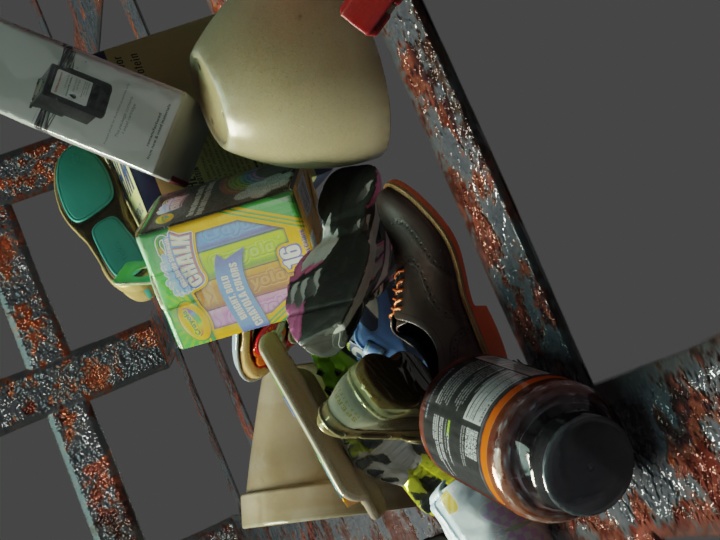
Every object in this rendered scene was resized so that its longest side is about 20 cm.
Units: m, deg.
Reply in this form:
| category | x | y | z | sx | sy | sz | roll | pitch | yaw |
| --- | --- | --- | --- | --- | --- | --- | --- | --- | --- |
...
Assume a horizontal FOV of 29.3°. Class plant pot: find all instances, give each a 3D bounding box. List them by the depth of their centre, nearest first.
| category | x | y | z | sx | sy | sz | roll | pitch | yaw |
| --- | --- | --- | --- | --- | --- | --- | --- | --- | --- |
| plant pot | -0.076 | -0.174 | 1.248 | 0.201 | 0.134 | 0.201 | 57 | 161 | 32 |
| plant pot | -0.046 | 0.197 | 1.573 | 0.200 | 0.199 | 0.175 | 135 | 128 | -73 |

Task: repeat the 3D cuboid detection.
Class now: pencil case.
| category | x | y | z | sx | sy | sz | roll | pitch | yaw |
| --- | --- | --- | --- | --- | --- | --- | --- | --- | --- |
| pencil case | 0.136 | 0.267 | 1.198 | 0.083 | 0.090 | 0.201 | 107 | 140 | -66 |

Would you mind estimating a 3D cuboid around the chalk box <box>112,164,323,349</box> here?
| category | x | y | z | sx | sy | sz | roll | pitch | yaw |
| --- | --- | --- | --- | --- | --- | --- | --- | --- | --- |
| chalk box | -0.134 | -0.012 | 1.311 | 0.125 | 0.199 | 0.124 | -81 | -27 | -69 |

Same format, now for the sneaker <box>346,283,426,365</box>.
| category | x | y | z | sx | sy | sz | roll | pitch | yaw |
| --- | --- | --- | --- | --- | --- | --- | --- | --- | --- |
| sneaker | 0.036 | 0.080 | 1.300 | 0.200 | 0.082 | 0.074 | 57 | 159 | 29 |

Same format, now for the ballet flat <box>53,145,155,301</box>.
| category | x | y | z | sx | sy | sz | roll | pitch | yaw |
| --- | --- | --- | --- | --- | --- | --- | --- | --- | --- |
| ballet flat | -0.265 | -0.045 | 1.434 | 0.200 | 0.068 | 0.063 | 60 | 176 | 32 |

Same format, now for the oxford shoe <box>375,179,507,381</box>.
| category | x | y | z | sx | sy | sz | roll | pitch | yaw |
| --- | --- | --- | --- | --- | --- | --- | --- | --- | --- |
| oxford shoe | 0.053 | 0.014 | 1.175 | 0.201 | 0.072 | 0.071 | 63 | 163 | 19 |

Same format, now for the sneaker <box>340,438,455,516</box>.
| category | x | y | z | sx | sy | sz | roll | pitch | yaw |
| --- | --- | --- | --- | --- | --- | --- | --- | --- | --- |
| sneaker | 0.032 | 0.165 | 1.346 | 0.200 | 0.074 | 0.085 | 49 | -175 | -34 |

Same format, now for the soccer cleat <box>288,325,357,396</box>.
| category | x | y | z | sx | sy | sz | roll | pitch | yaw |
| --- | --- | --- | --- | --- | --- | --- | --- | --- | --- |
| soccer cleat | -0.035 | 0.045 | 1.455 | 0.067 | 0.081 | 0.201 | 2 | 131 | 31 |

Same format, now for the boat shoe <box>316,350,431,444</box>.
| category | x | y | z | sx | sy | sz | roll | pitch | yaw |
| --- | --- | --- | --- | --- | --- | --- | --- | --- | --- |
| boat shoe | 0.026 | 0.114 | 1.154 | 0.073 | 0.063 | 0.201 | 54 | -167 | 16 |

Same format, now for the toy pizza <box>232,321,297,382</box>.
| category | x | y | z | sx | sy | sz | roll | pitch | yaw |
| --- | --- | --- | --- | --- | --- | --- | --- | --- | --- |
| toy pizza | -0.082 | 0.029 | 1.499 | 0.032 | 0.201 | 0.201 | 18 | 143 | 16 |

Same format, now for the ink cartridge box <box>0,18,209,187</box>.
| category | x | y | z | sx | sy | sz | roll | pitch | yaw |
| --- | --- | --- | --- | --- | --- | --- | --- | --- | --- |
| ink cartridge box | -0.254 | -0.157 | 1.298 | 0.145 | 0.199 | 0.084 | 12 | -80 | -84 |

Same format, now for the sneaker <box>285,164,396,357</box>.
| category | x | y | z | sx | sy | sz | roll | pitch | yaw |
| --- | --- | --- | --- | --- | --- | --- | --- | --- | --- |
| sneaker | 0.000 | 0.000 | 1.230 | 0.080 | 0.201 | 0.086 | -8 | 135 | 32 |

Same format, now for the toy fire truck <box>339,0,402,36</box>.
| category | x | y | z | sx | sy | sz | roll | pitch | yaw |
| --- | --- | --- | --- | --- | --- | --- | --- | --- | --- |
| toy fire truck | -0.029 | -0.253 | 1.080 | 0.141 | 0.049 | 0.200 | 35 | -165 | -9 |

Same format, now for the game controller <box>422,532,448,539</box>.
| category | x | y | z | sx | sy | sz | roll | pitch | yaw |
| --- | --- | --- | --- | --- | --- | --- | --- | --- | --- |
| game controller | 0.102 | 0.332 | 1.479 | 0.105 | 0.042 | 0.200 | 66 | 165 | 11 |

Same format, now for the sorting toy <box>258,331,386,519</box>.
| category | x | y | z | sx | sy | sz | roll | pitch | yaw |
| --- | --- | --- | --- | --- | --- | --- | --- | --- | --- |
| sorting toy | -0.041 | 0.162 | 1.376 | 0.186 | 0.036 | 0.200 | 59 | 180 | 16 |

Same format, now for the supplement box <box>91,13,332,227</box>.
| category | x | y | z | sx | sy | sz | roll | pitch | yaw |
| --- | --- | --- | --- | --- | --- | --- | --- | --- | --- |
| supplement box | -0.168 | -0.148 | 1.459 | 0.201 | 0.199 | 0.134 | 67 | 164 | 4 |

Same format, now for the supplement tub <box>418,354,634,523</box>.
| category | x | y | z | sx | sy | sz | roll | pitch | yaw |
| --- | --- | --- | --- | --- | --- | --- | --- | --- | --- |
| supplement tub | 0.124 | 0.126 | 1.025 | 0.200 | 0.106 | 0.107 | 15 | 125 | 71 |
